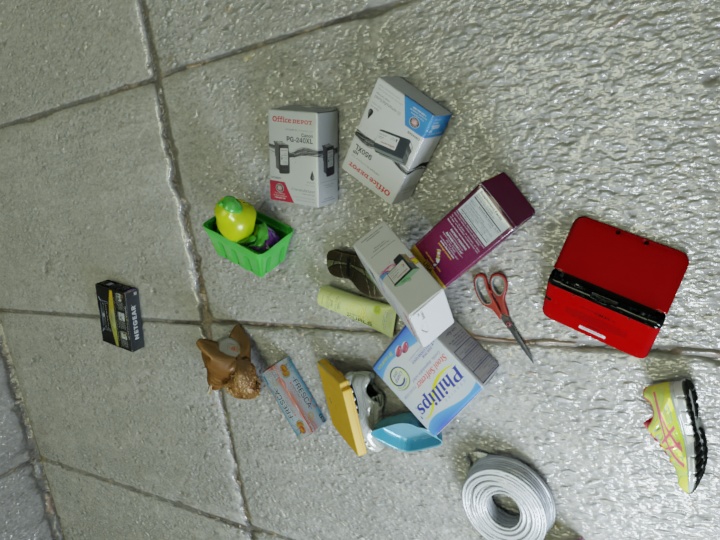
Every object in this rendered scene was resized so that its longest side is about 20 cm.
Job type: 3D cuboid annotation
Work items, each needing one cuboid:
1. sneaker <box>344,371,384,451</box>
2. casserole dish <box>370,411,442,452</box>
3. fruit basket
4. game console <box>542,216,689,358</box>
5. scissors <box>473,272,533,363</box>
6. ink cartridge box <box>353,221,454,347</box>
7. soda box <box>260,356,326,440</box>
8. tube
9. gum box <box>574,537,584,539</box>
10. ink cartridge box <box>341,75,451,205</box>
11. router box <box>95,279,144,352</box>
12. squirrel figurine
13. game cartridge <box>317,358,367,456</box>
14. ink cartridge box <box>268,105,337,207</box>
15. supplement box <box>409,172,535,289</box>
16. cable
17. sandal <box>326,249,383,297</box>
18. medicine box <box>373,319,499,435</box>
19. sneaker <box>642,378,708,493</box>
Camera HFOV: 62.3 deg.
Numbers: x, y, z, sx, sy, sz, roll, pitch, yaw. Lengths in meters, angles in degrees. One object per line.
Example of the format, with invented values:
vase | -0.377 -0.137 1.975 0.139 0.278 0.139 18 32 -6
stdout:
sneaker | 0.023 0.336 1.420 0.080 0.075 0.204 -16 96 28
casserole dish | 0.105 0.363 1.345 0.120 0.039 0.199 31 145 -16
fruit basket | -0.277 -0.108 1.424 0.212 0.155 0.219 23 132 27
game console | 0.444 0.031 1.057 0.197 0.119 0.174 26 149 26
scissors | 0.286 0.097 1.194 0.072 0.014 0.204 -18 96 35
ink cartridge box | 0.085 0.027 1.152 0.083 0.145 0.201 -35 56 -4
soda box | -0.175 0.332 1.553 0.063 0.068 0.203 -35 84 37
tube | -0.007 0.086 1.372 0.196 0.053 0.058 20 156 23
gum box | 0.383 0.640 1.238 0.199 0.113 0.067 -37 84 36
ink cartridge box | 0.068 -0.256 1.182 0.144 0.084 0.202 38 124 19
router box | -0.776 0.145 1.919 0.154 0.052 0.205 13 112 30
squirrel figurine | -0.362 0.283 1.630 0.200 0.140 0.188 45 131 17
game cartridge | -0.045 0.318 1.412 0.199 0.032 0.180 -161 56 -68
ink cartridge box | -0.127 -0.256 1.318 0.143 0.083 0.205 12 112 31
supplement box | 0.209 -0.072 1.116 0.104 0.130 0.200 52 126 8
cable | 0.312 0.494 1.268 0.197 0.069 0.205 -6 101 36
sandal | 0.000 0.000 1.339 0.198 0.054 0.084 19 110 45
medicine box | 0.157 0.205 1.261 0.200 0.102 0.183 45 125 15
sneaker | 0.547 0.287 1.042 0.089 0.077 0.205 -8 95 44
